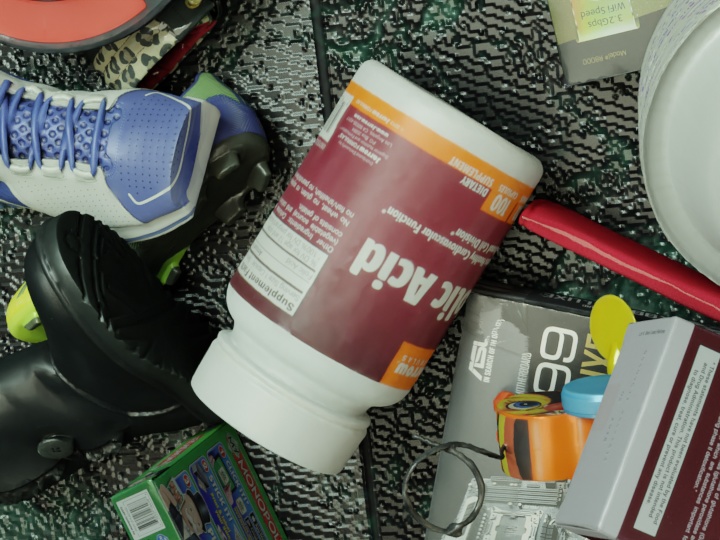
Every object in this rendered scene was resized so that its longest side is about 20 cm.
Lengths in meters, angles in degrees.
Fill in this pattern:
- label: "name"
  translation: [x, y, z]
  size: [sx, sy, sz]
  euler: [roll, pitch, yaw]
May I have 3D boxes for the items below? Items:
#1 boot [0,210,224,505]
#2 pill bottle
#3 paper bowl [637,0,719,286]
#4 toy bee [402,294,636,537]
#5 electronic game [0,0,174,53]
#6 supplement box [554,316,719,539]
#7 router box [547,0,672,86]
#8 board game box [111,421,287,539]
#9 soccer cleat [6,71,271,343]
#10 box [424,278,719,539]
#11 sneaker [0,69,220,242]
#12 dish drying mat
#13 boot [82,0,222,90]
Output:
- label: "boot"
  translation: [-0.178, 0.059, 0.982]
  size: [0.168, 0.200, 0.076]
  euler: [-23, 56, 14]
- label: "pill bottle"
  translation: [0.000, 0.000, 0.945]
  size: [0.114, 0.114, 0.200]
  euler: [32, 97, 7]
- label: "paper bowl"
  translation: [0.237, -0.065, 0.863]
  size: [0.201, 0.104, 0.201]
  euler: [3, 123, 5]
- label: "toy bee"
  translation: [0.113, 0.076, 0.909]
  size: [0.200, 0.109, 0.131]
  euler: [14, 95, -15]
- label: "electronic game"
  translation: [-0.167, -0.213, 0.925]
  size: [0.200, 0.042, 0.200]
  euler: [5, 107, 16]
- label: "supplement box"
  translation: [0.206, 0.109, 0.840]
  size: [0.200, 0.061, 0.109]
  euler: [24, 80, -10]
- label: "router box"
  translation: [0.187, -0.194, 0.912]
  size: [0.200, 0.052, 0.157]
  euler: [-13, 97, 15]
- label: "board game box"
  translation: [-0.062, 0.193, 0.994]
  size: [0.029, 0.135, 0.200]
  euler: [-25, 92, 15]
- label: "soccer cleat"
  translation: [-0.133, -0.032, 1.022]
  size: [0.200, 0.065, 0.084]
  euler: [-41, 59, 20]
- label: "box"
  translation: [0.122, 0.117, 0.980]
  size: [0.158, 0.050, 0.200]
  euler: [12, 102, 10]
- label: "sneaker"
  translation: [-0.185, -0.070, 0.956]
  size: [0.199, 0.115, 0.081]
  euler: [6, 80, 34]
- label: "dish drying mat"
  translation: [0.179, 0.011, 0.936]
  size: [0.200, 0.077, 0.018]
  euler: [27, 99, 8]
- label: "boot"
  translation: [-0.121, -0.206, 0.973]
  size: [0.154, 0.073, 0.204]
  euler: [46, 115, 4]
